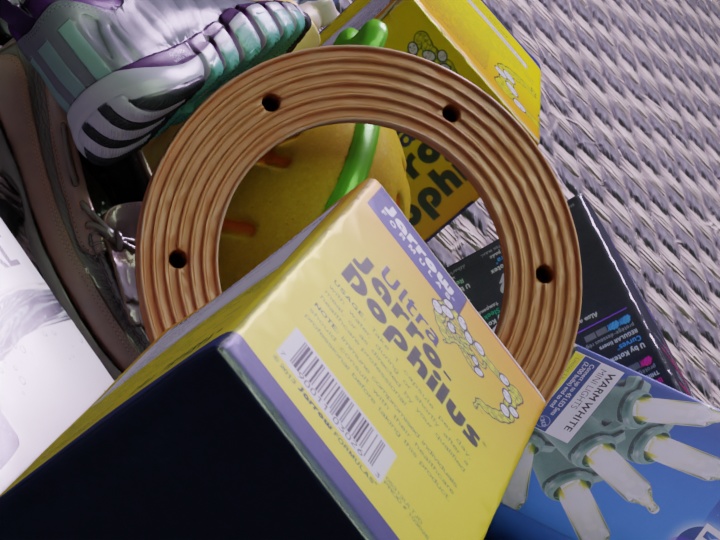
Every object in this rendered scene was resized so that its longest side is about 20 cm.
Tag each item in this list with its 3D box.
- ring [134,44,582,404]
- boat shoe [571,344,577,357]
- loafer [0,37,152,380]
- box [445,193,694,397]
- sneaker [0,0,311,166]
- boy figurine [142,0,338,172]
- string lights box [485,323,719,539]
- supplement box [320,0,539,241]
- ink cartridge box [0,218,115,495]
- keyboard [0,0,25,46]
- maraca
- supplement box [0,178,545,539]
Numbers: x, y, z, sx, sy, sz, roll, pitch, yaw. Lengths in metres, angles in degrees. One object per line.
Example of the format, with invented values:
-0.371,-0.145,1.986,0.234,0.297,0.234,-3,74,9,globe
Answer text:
0.000,0.000,0.981,0.201,0.200,0.019,51,-20,0,ring
0.014,0.056,1.028,0.199,0.073,0.063,-23,66,-33,boat shoe
-0.112,-0.027,1.008,0.072,0.063,0.201,8,48,-60,loafer
0.127,0.082,1.213,0.122,0.106,0.201,51,13,-54,box
-0.089,-0.113,1.015,0.088,0.074,0.200,50,23,2,sneaker
-0.076,-0.119,1.170,0.200,0.124,0.065,-45,123,-40,boy figurine
0.126,0.107,1.077,0.199,0.103,0.059,24,-33,31,string lights box
0.029,-0.100,1.283,0.110,0.109,0.200,47,15,-9,supplement box
-0.153,0.057,0.768,0.200,0.084,0.145,54,21,6,ink cartridge box
-0.162,-0.195,1.109,0.104,0.040,0.201,-6,71,-30,keyboard
-0.030,-0.040,1.080,0.107,0.137,0.201,33,38,-19,maraca
-0.025,0.064,0.755,0.110,0.109,0.200,52,21,-5,supplement box
